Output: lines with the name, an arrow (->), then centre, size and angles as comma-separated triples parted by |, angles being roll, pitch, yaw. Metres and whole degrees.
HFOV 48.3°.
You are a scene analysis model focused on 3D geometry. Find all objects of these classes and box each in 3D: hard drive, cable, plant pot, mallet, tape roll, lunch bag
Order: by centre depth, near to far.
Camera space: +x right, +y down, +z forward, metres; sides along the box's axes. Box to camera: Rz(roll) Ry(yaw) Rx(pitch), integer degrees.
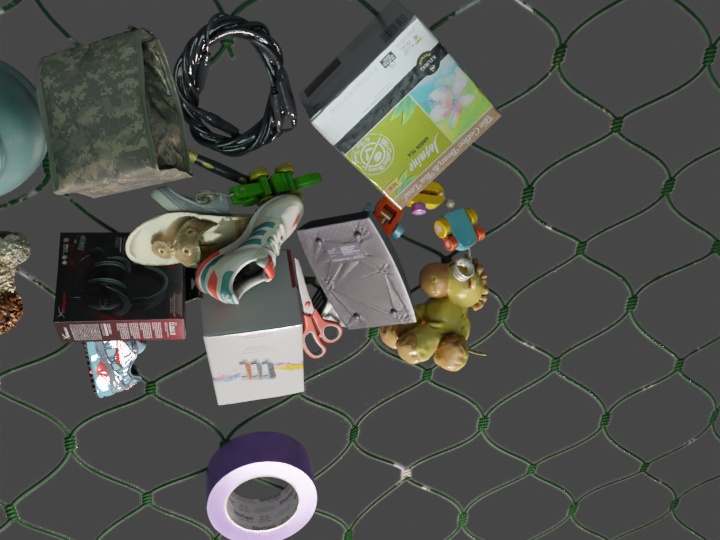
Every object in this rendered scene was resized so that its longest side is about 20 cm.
plant pot -> -0.524, -0.174, 1.059 | 0.200, 0.134, 0.201 | -5, 119, -10
lunch bag -> -0.329, -0.209, 1.065 | 0.164, 0.118, 0.201 | -10, 89, 16
cable -> -0.183, -0.264, 1.137 | 0.163, 0.051, 0.200 | -15, 123, 2
mallet -> -0.245, -0.176, 1.177 | 0.200, 0.041, 0.066 | 15, 111, -25
hard drive -> 0.000, 0.000, 1.210 | 0.135, 0.042, 0.200 | -9, 125, 26
tape roll -> -0.183, 0.400, 1.475 | 0.199, 0.085, 0.201 | -5, 118, -9

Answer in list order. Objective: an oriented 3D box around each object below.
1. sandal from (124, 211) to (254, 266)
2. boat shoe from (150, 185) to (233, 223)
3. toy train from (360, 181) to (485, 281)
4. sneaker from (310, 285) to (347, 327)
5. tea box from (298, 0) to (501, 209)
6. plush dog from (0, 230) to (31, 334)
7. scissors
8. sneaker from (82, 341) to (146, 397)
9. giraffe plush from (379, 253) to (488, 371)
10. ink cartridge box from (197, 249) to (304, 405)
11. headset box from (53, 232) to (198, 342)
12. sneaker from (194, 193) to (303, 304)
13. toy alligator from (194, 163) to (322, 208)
sandal -> -0.227, -0.043, 1.149 | 0.211, 0.070, 0.078 | -7, 109, -20
boat shoe -> -0.219, -0.083, 1.219 | 0.201, 0.070, 0.072 | 32, 89, -24
toy train -> 0.096, -0.067, 1.258 | 0.200, 0.056, 0.150 | 31, 65, -12
sneaker -> 0.010, 0.019, 1.320 | 0.115, 0.075, 0.200 | 22, 122, -27
tea box -> 0.053, -0.236, 1.146 | 0.200, 0.134, 0.197 | -43, 119, 12
plush dog -> -0.565, 0.052, 1.151 | 0.199, 0.172, 0.161 | -13, 121, -6
scissors -> -0.087, 0.065, 1.265 | 0.073, 0.014, 0.200 | -35, 133, -7
sneaker -> -0.395, 0.109, 1.287 | 0.095, 0.079, 0.200 | -12, 128, -20
giraffe plush -> 0.142, 0.056, 1.317 | 0.200, 0.173, 0.163 | 4, 110, -30
ink cartridge box -> -0.166, 0.090, 1.237 | 0.144, 0.146, 0.200 | -7, 143, -9
headset box -> -0.341, 0.024, 1.190 | 0.199, 0.149, 0.077 | -1, 152, -10
sneaker -> -0.136, -0.025, 1.138 | 0.200, 0.093, 0.070 | -44, 137, -21
toy alligator -> -0.154, -0.115, 1.203 | 0.200, 0.059, 0.054 | -14, 164, -24
